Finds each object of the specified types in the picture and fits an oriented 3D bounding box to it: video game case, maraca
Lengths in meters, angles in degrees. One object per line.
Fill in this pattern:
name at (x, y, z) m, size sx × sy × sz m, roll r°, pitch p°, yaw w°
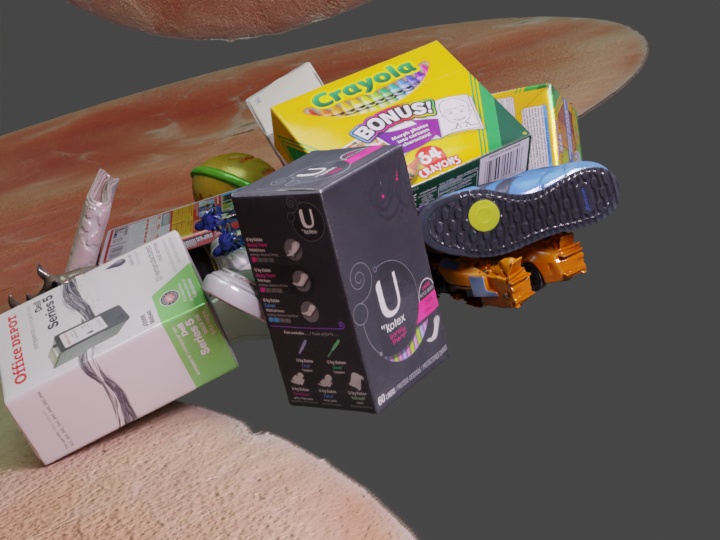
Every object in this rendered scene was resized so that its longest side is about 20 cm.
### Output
video game case at (-0.194, -0.050, 1.396) m, size 0.198 × 0.018 × 0.143 m, roll -18°, pitch 18°, yaw -1°
maraca at (-0.143, -0.094, 1.614) m, size 0.199 × 0.137 × 0.108 m, roll 16°, pitch 79°, yaw 45°

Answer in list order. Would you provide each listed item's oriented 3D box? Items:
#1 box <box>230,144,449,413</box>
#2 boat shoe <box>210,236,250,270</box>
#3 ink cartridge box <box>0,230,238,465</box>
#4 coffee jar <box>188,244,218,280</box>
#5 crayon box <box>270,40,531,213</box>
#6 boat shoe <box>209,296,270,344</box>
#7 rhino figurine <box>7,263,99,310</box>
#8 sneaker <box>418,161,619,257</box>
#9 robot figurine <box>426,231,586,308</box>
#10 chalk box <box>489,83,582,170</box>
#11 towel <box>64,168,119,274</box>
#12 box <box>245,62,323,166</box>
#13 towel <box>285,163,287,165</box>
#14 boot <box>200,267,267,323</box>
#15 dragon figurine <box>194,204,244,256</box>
box at (-0.014, 0.006, 1.070) m, size 0.105 × 0.202 × 0.122 m, roll 0°, pitch 23°, yaw 39°
boat shoe at (-0.111, -0.017, 1.374) m, size 0.074 × 0.065 × 0.202 m, roll -36°, pitch -2°, yaw 18°
ink cartridge box at (-0.231, 0.068, 1.148) m, size 0.199 × 0.084 × 0.146 m, roll -26°, pitch 35°, yaw -6°
coffee jar at (-0.171, -0.023, 1.465) m, size 0.104 × 0.086 × 0.200 m, roll -2°, pitch 22°, yaw 38°
crayon box at (0.038, -0.129, 1.218) m, size 0.199 × 0.059 × 0.173 m, roll -24°, pitch 52°, yaw -19°
boat shoe at (-0.134, 0.043, 1.266) m, size 0.199 × 0.073 × 0.062 m, roll -26°, pitch 24°, yaw -17°
rhino figurine at (-0.269, 0.036, 1.249) m, size 0.199 × 0.088 × 0.060 m, roll 11°, pitch 22°, yaw -46°
sneaker at (0.147, -0.059, 1.185) m, size 0.198 × 0.067 × 0.078 m, roll -14°, pitch 12°, yaw -5°
robot figurine at (0.123, -0.011, 1.244) m, size 0.144 × 0.059 × 0.199 m, roll -24°, pitch 21°, yaw -31°
chalk box at (0.179, -0.119, 1.368) m, size 0.123 × 0.126 × 0.200 m, roll -8°, pitch -5°, yaw 20°
towel at (-0.307, 0.000, 1.363) m, size 0.032 × 0.202 × 0.191 m, roll 15°, pitch 13°, yaw -10°
box at (-0.053, -0.146, 1.520) m, size 0.094 × 0.200 × 0.078 m, roll -31°, pitch 49°, yaw 1°
towel at (0.009, -0.092, 1.401) m, size 0.198 × 0.024 × 0.153 m, roll 2°, pitch 18°, yaw -2°
boot at (-0.072, -0.001, 1.139) m, size 0.073 × 0.096 × 0.200 m, roll 25°, pitch 1°, yaw 22°
dragon figurine at (-0.070, -0.071, 1.264) m, size 0.199 × 0.059 × 0.099 m, roll -25°, pitch 0°, yaw 11°
